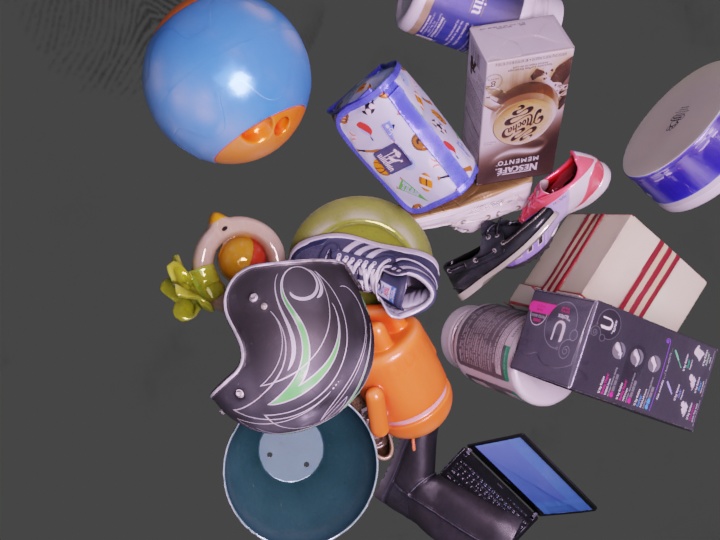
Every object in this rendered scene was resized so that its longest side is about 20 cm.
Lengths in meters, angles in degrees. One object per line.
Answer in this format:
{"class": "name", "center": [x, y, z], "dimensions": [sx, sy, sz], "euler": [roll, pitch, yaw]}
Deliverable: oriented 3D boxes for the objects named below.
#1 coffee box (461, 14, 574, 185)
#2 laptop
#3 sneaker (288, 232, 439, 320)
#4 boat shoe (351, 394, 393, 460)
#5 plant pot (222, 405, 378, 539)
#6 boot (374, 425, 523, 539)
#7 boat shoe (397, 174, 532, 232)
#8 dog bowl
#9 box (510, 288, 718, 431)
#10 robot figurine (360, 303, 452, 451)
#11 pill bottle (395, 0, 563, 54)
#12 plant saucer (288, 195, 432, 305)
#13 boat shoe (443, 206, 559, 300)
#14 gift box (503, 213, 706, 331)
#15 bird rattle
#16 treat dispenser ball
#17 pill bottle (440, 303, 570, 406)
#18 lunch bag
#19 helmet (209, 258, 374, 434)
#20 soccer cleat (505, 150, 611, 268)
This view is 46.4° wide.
{"class": "coffee box", "center": [0.198, -0.216, 1.090], "dimensions": [0.112, 0.080, 0.201], "euler": [-11, 140, -5]}
{"class": "laptop", "center": [0.206, 0.348, 1.231], "dimensions": [0.200, 0.103, 0.177], "euler": [-46, 105, -2]}
{"class": "sneaker", "center": [0.005, 0.007, 1.061], "dimensions": [0.198, 0.109, 0.071], "euler": [6, 113, -1]}
{"class": "boat shoe", "center": [-0.004, 0.173, 1.176], "dimensions": [0.071, 0.065, 0.201], "euler": [-30, 104, -5]}
{"class": "plant pot", "center": [-0.086, 0.252, 1.129], "dimensions": [0.198, 0.135, 0.202], "euler": [0, 88, -11]}
{"class": "boot", "center": [0.137, 0.306, 1.173], "dimensions": [0.199, 0.065, 0.166], "euler": [30, 106, 27]}
{"class": "boat shoe", "center": [0.146, -0.082, 1.164], "dimensions": [0.198, 0.071, 0.070], "euler": [-15, 127, -5]}
{"class": "dog bowl", "center": [0.457, -0.183, 1.145], "dimensions": [0.079, 0.200, 0.201], "euler": [36, 91, -12]}
{"class": "box", "center": [0.301, 0.105, 0.999], "dimensions": [0.199, 0.122, 0.107], "euler": [20, 87, -25]}
{"class": "robot figurine", "center": [0.050, 0.140, 1.113], "dimensions": [0.116, 0.144, 0.201], "euler": [-26, 114, 5]}
{"class": "pill bottle", "center": [0.156, -0.341, 1.098], "dimensions": [0.198, 0.116, 0.117], "euler": [15, 96, -15]}
{"class": "plant saucer", "center": [0.000, 0.000, 1.135], "dimensions": [0.198, 0.031, 0.202], "euler": [0, 112, 0]}
{"class": "boat shoe", "center": [0.183, -0.036, 1.141], "dimensions": [0.066, 0.199, 0.074], "euler": [49, 47, 4]}
{"class": "gift box", "center": [0.321, 0.033, 1.169], "dimensions": [0.199, 0.184, 0.187], "euler": [35, 83, -12]}
{"class": "bird rattle", "center": [-0.155, 0.012, 1.101], "dimensions": [0.199, 0.113, 0.164], "euler": [18, 83, -17]}
{"class": "treat dispenser ball", "center": [-0.158, -0.228, 1.005], "dimensions": [0.199, 0.201, 0.203], "euler": [-2, 100, -12]}
{"class": "pill bottle", "center": [0.195, 0.105, 1.130], "dimensions": [0.112, 0.200, 0.114], "euler": [-3, 97, -24]}
{"class": "lunch bag", "center": [0.053, -0.168, 1.061], "dimensions": [0.124, 0.200, 0.170], "euler": [-42, 106, -3]}
{"class": "helmet", "center": [-0.082, 0.093, 0.990], "dimensions": [0.198, 0.200, 0.193], "euler": [-6, 81, -11]}
{"class": "soccer cleat", "center": [0.250, -0.084, 1.155], "dimensions": [0.073, 0.069, 0.200], "euler": [24, 123, -33]}
